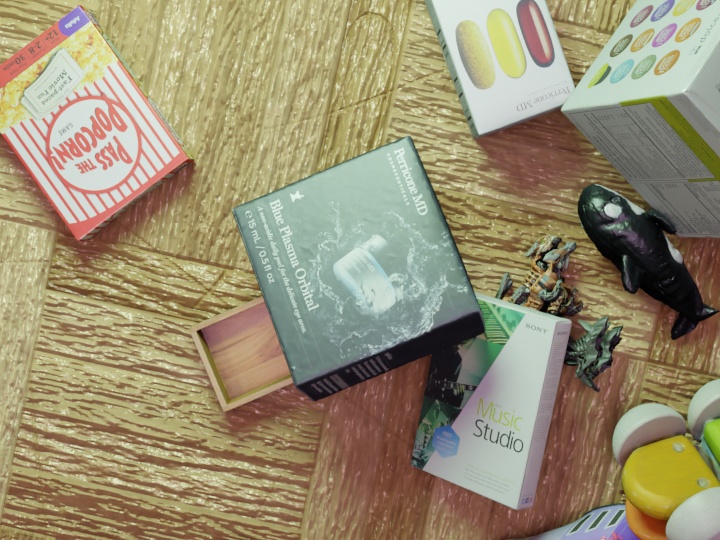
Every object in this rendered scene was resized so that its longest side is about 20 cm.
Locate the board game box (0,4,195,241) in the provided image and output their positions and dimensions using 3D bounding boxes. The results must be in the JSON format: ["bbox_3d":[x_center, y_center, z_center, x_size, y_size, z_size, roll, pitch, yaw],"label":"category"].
[{"bbox_3d":[-0.297,-0.157,1.404,0.151,0.046,0.201,-36,92,4],"label":"board game box"}]

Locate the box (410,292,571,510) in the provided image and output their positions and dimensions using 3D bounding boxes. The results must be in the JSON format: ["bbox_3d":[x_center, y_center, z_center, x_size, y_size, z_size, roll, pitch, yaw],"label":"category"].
[{"bbox_3d":[0.133,0.131,1.368,0.144,0.036,0.202,16,98,38],"label":"box"}]

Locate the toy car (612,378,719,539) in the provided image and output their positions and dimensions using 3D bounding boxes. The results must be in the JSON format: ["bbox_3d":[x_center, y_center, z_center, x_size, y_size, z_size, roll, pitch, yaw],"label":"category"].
[{"bbox_3d":[0.366,0.224,1.359,0.199,0.175,0.151,-17,132,-9],"label":"toy car"}]

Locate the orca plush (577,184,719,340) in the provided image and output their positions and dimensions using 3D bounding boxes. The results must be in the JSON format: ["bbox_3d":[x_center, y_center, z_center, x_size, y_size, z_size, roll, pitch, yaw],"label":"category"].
[{"bbox_3d":[0.286,0.004,1.363,0.071,0.105,0.201,-53,123,-31],"label":"orca plush"}]

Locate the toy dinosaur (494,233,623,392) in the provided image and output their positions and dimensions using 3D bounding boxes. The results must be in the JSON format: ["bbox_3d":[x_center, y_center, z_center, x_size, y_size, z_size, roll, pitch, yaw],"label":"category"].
[{"bbox_3d":[0.200,0.068,1.391,0.135,0.102,0.202,17,110,23],"label":"toy dinosaur"}]

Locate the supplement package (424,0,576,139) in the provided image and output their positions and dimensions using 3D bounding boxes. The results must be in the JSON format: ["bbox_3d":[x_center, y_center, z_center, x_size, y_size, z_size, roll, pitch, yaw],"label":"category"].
[{"bbox_3d":[0.137,-0.249,1.351,0.113,0.110,0.201,-20,93,3],"label":"supplement package"}]

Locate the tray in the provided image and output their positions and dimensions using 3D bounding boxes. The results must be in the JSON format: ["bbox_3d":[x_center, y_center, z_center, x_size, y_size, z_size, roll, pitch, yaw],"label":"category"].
[{"bbox_3d":[-0.074,0.067,1.416,0.199,0.037,0.099,-23,93,4],"label":"tray"}]

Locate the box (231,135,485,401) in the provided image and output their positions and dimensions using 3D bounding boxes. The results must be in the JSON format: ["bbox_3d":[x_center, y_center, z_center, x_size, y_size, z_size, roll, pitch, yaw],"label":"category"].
[{"bbox_3d":[0.000,0.000,1.327,0.199,0.117,0.198,-22,75,2],"label":"box"}]

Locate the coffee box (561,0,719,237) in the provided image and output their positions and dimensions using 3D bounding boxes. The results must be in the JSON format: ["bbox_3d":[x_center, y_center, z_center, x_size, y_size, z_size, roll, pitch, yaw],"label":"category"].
[{"bbox_3d":[0.357,-0.170,1.260,0.200,0.197,0.200,42,75,-20],"label":"coffee box"}]

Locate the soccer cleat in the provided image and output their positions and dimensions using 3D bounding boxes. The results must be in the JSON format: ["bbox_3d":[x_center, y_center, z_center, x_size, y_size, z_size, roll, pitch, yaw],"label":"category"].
[{"bbox_3d":[0.226,0.303,1.400,0.198,0.073,0.069,-16,92,2],"label":"soccer cleat"}]
